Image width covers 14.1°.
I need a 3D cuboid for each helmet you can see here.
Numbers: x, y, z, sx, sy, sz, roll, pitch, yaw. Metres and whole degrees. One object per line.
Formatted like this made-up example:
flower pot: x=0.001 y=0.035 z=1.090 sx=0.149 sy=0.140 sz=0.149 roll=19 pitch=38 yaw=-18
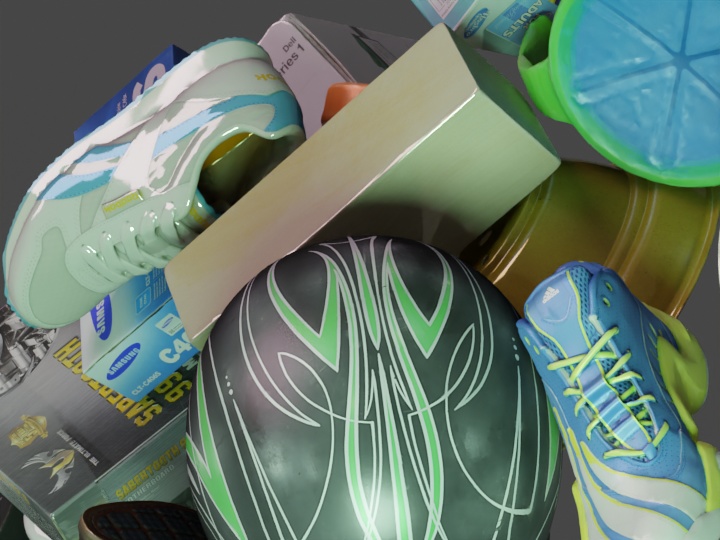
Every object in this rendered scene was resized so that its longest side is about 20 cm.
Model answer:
helmet: x=0.007 y=0.084 z=1.386 sx=0.201 sy=0.200 sz=0.191 roll=-54 pitch=6 yaw=0

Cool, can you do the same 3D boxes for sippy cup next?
sippy cup: x=0.177 y=-0.132 z=1.496 sx=0.130 sy=0.177 sz=0.140 roll=-58 pitch=-16 yaw=-53

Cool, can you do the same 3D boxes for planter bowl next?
planter bowl: x=0.093 y=0.003 z=1.528 sx=0.201 sy=0.083 sz=0.201 roll=-49 pitch=16 yaw=19

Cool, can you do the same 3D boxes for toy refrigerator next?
toy refrigerator: x=-0.002 y=-0.029 z=1.501 sx=0.200 sy=0.076 sz=0.070 roll=-41 pitch=41 yaw=15

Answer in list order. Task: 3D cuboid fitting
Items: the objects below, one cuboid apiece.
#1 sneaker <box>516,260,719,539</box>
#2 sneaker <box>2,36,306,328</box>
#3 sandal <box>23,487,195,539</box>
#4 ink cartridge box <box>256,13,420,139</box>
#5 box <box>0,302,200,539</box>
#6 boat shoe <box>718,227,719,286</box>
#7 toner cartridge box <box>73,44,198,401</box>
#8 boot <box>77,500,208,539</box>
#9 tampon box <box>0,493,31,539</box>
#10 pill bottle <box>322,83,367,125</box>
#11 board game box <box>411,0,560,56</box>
sneaker: x=0.107 y=0.064 z=1.311 sx=0.076 sy=0.105 sz=0.200 roll=-38 pitch=20 yaw=19
sneaker: x=-0.115 y=-0.036 z=1.584 sx=0.200 sy=0.076 sz=0.081 roll=-44 pitch=46 yaw=11
sandal: x=-0.096 y=0.140 z=1.711 sx=0.201 sy=0.050 sz=0.083 roll=-14 pitch=39 yaw=-8
ink cartridge box: x=-0.020 y=-0.074 z=1.820 sx=0.146 sy=0.084 sz=0.200 roll=-50 pitch=-20 yaw=18
box: x=-0.157 y=0.071 z=1.715 sx=0.158 sy=0.048 sz=0.200 roll=-37 pitch=37 yaw=-15
boat shoe: x=0.210 y=-0.034 z=1.344 sx=0.062 sy=0.072 sz=0.201 roll=74 pitch=-154 yaw=-52
toner cartridge box: x=-0.119 y=-0.030 z=1.687 sx=0.095 sy=0.043 sz=0.201 roll=-40 pitch=37 yaw=29
boot: x=-0.080 y=0.184 z=1.495 sx=0.097 sy=0.199 sz=0.075 roll=-57 pitch=40 yaw=14
tampon box: x=-0.175 y=0.198 z=1.774 sx=0.126 sy=0.149 sz=0.201 roll=-41 pitch=20 yaw=47
pill bottle: x=0.000 y=0.000 z=1.613 sx=0.106 sy=0.106 sz=0.201 roll=175 pitch=105 yaw=-69
board game box: x=0.138 y=-0.182 z=1.583 sx=0.151 sy=0.199 sz=0.047 roll=-52 pitch=57 yaw=25
